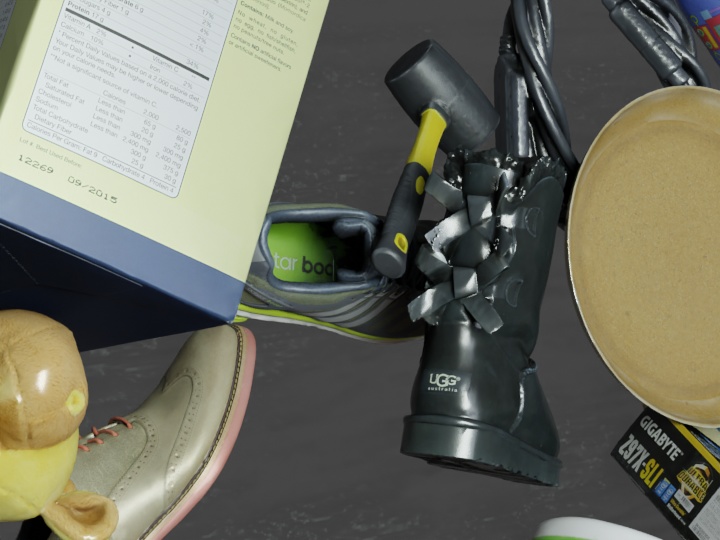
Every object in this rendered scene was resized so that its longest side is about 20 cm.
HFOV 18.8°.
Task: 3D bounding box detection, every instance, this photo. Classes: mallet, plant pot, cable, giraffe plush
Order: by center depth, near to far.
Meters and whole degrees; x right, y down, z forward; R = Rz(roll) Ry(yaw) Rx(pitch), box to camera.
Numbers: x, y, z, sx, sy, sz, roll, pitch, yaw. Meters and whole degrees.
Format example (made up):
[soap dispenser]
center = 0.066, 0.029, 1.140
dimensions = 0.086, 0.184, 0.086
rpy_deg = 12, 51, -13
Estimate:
[giraffe plush]
center = -0.189, 0.073, 0.979
dimensions = 0.162, 0.200, 0.173
rpy_deg = 0, 65, -42
[mallet]
center = 0.038, -0.049, 1.172
dimensions = 0.066, 0.041, 0.200
rpy_deg = 43, 31, -24
[plant pot]
center = 0.194, -0.007, 1.273
dimensions = 0.200, 0.027, 0.200
rpy_deg = 5, 80, -30
[cable]
center = 0.149, -0.115, 1.299
dimensions = 0.163, 0.051, 0.200
rpy_deg = 4, 80, -33

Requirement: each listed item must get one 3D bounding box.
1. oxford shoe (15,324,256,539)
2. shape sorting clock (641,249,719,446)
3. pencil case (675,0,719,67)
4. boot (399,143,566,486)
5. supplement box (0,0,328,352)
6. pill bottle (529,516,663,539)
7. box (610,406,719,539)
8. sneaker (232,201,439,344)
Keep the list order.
[oxford shoe]
center = -0.119, 0.098, 1.079
dimensions = 0.075, 0.070, 0.200
rpy_deg = 38, 63, -18
[shape sorting clock]
center = 0.244, 0.038, 1.346
dimensions = 0.200, 0.039, 0.200
rpy_deg = 1, 88, -31
[pencil case]
center = 0.245, -0.173, 1.354
dimensions = 0.087, 0.078, 0.200
rpy_deg = -47, 109, -27
[boot]
center = 0.074, 0.028, 1.157
dimensions = 0.198, 0.073, 0.163
rpy_deg = 34, 65, -71
[supplement box]
center = -0.134, -0.082, 1.015
dimensions = 0.134, 0.200, 0.200
rpy_deg = 26, 70, -29
[pill bottle]
center = 0.119, 0.247, 1.190
dimensions = 0.111, 0.111, 0.200
rpy_deg = 30, 68, -27
[box]
center = 0.251, 0.170, 1.256
dimensions = 0.200, 0.160, 0.049
rpy_deg = 36, 95, -23
[sneaker]
center = 0.000, 0.000, 1.164
dimensions = 0.200, 0.081, 0.074
rpy_deg = 1, 83, -34
